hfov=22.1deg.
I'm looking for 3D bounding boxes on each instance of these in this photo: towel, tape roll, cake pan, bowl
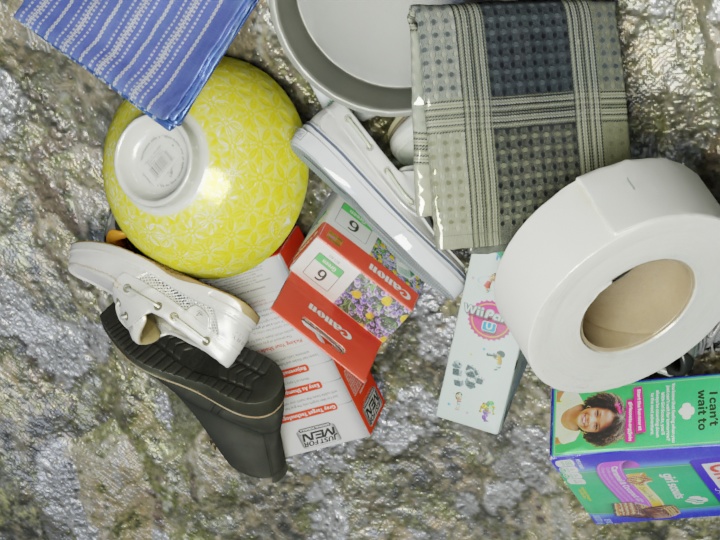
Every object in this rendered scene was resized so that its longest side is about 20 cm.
[{"bbox_3d":[-0.192,-0.227,1.578,0.199,0.024,0.145,35,94,22],"label":"towel"},{"bbox_3d":[0.210,0.006,1.497,0.200,0.071,0.204,-16,140,-14],"label":"tape roll"},{"bbox_3d":[0.023,-0.227,1.534,0.198,0.037,0.202,6,118,12],"label":"cake pan"},{"bbox_3d":[0.130,-0.117,1.497,0.191,0.034,0.202,-5,91,-23],"label":"towel"},{"bbox_3d":[-0.156,-0.093,1.619,0.198,0.107,0.203,0,89,25],"label":"bowl"}]

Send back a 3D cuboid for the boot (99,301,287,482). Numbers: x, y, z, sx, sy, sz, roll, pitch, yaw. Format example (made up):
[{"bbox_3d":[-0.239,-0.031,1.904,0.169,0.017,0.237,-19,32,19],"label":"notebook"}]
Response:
[{"bbox_3d":[-0.154,0.115,1.714,0.199,0.077,0.139,31,147,27],"label":"boot"}]

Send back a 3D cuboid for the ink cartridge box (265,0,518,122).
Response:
[{"bbox_3d":[0.019,-0.243,1.573,0.198,0.041,0.201,-20,110,24],"label":"ink cartridge box"}]

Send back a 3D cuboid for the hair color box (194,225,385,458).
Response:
[{"bbox_3d":[-0.066,0.068,1.714,0.101,0.061,0.201,-15,112,24],"label":"hair color box"}]

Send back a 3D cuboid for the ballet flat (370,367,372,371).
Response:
[{"bbox_3d":[-0.074,0.120,1.800,0.199,0.046,0.068,-22,111,26],"label":"ballet flat"}]

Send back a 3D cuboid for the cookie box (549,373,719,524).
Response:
[{"bbox_3d":[0.287,0.161,1.658,0.198,0.076,0.171,-7,150,20],"label":"cookie box"}]

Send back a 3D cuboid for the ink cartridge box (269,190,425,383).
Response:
[{"bbox_3d":[0.000,0.000,1.620,0.109,0.200,0.050,38,123,-8],"label":"ink cartridge box"}]

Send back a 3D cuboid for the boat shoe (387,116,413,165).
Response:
[{"bbox_3d":[0.112,-0.127,1.581,0.199,0.069,0.075,-22,153,26],"label":"boat shoe"}]

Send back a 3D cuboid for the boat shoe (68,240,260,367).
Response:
[{"bbox_3d":[-0.189,0.031,1.651,0.198,0.070,0.071,20,167,25],"label":"boat shoe"}]

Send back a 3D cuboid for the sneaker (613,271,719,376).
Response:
[{"bbox_3d":[0.311,0.063,1.616,0.198,0.116,0.076,11,121,10],"label":"sneaker"}]

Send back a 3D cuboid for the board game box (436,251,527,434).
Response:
[{"bbox_3d":[0.128,0.018,1.626,0.064,0.148,0.202,16,121,8],"label":"board game box"}]

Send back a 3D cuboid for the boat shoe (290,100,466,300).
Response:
[{"bbox_3d":[0.030,-0.065,1.588,0.200,0.074,0.067,45,83,-6],"label":"boat shoe"}]

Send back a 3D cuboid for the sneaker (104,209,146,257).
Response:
[{"bbox_3d":[-0.171,0.011,1.750,0.200,0.077,0.078,44,120,-12],"label":"sneaker"}]
